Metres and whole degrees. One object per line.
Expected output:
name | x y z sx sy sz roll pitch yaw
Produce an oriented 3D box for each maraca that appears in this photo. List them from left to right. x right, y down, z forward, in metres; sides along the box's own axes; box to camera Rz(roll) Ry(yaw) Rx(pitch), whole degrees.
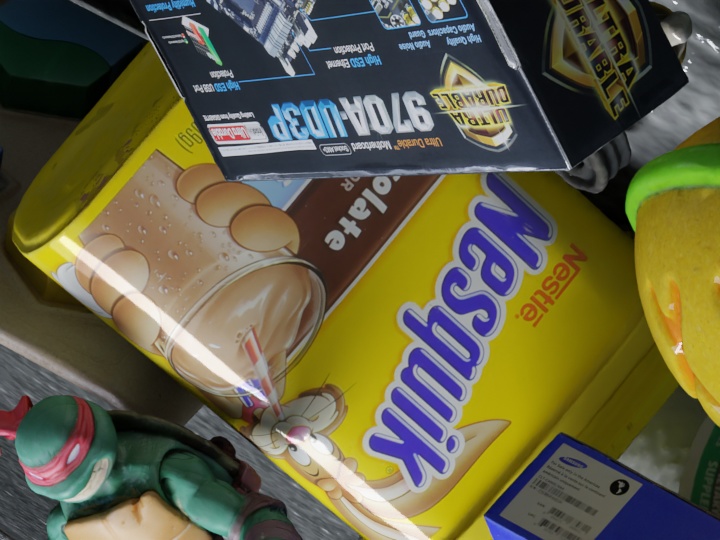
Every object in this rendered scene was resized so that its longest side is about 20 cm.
maraca | 0.150 0.005 0.801 0.137 0.107 0.200 31 167 -26

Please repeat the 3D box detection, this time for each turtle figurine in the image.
turtle figurine | -0.064 0.100 0.985 0.149 0.101 0.200 -13 140 37

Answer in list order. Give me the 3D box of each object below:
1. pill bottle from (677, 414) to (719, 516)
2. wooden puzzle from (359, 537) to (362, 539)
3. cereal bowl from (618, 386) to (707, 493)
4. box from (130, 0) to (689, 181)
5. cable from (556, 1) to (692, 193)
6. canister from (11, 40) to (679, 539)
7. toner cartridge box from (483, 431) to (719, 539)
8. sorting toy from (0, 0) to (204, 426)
pill bottle | 0.203 0.090 0.948 0.113 0.113 0.200 41 162 -30
wooden puzzle | 0.092 0.153 1.365 0.200 0.046 0.185 38 -166 -3
cereal bowl | 0.098 0.131 1.146 0.199 0.083 0.201 14 118 27
box | -0.015 -0.104 0.808 0.200 0.046 0.160 0 122 62
cable | 0.047 -0.068 0.888 0.097 0.050 0.200 34 164 6
canister | 0.000 0.000 1.004 0.200 0.149 0.087 41 180 -19
toner cartridge box | 0.112 0.147 1.004 0.095 0.043 0.200 30 155 38
sorting toy | -0.108 -0.041 1.090 0.199 0.185 0.037 31 130 12
